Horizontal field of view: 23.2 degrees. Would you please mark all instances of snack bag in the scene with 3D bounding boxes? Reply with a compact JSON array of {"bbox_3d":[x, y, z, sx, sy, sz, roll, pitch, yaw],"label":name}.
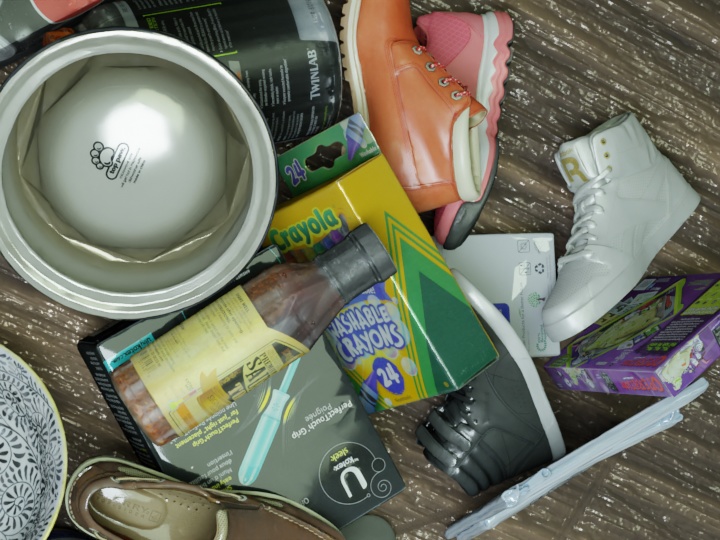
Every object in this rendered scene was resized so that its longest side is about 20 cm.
[{"bbox_3d":[0.163,0.145,1.311,0.188,0.200,0.021,-27,80,-16],"label":"snack bag"}]

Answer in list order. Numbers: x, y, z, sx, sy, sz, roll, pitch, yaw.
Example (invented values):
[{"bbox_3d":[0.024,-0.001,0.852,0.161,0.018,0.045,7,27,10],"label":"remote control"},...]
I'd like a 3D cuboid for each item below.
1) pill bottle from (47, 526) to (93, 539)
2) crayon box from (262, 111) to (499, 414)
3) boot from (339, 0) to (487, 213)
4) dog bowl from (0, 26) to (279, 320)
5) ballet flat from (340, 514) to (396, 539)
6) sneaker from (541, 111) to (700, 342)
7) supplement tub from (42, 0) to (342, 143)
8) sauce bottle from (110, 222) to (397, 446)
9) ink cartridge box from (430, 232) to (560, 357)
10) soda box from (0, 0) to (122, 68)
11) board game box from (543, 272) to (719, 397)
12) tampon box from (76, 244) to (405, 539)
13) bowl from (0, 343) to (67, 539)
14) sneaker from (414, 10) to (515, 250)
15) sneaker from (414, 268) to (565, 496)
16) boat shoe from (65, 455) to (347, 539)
[{"bbox_3d":[-0.193,0.243,1.189,0.111,0.200,0.112,-1,92,-23],"label":"pill bottle"},{"bbox_3d":[0.000,0.000,1.259,0.052,0.126,0.200,-33,96,-35],"label":"crayon box"},{"bbox_3d":[0.042,-0.140,1.299,0.107,0.075,0.201,-5,87,20],"label":"boot"},{"bbox_3d":[-0.154,-0.072,1.180,0.199,0.074,0.201,-1,110,-3],"label":"dog bowl"},{"bbox_3d":[-0.033,0.270,1.312,0.067,0.064,0.200,43,76,-11],"label":"ballet flat"},{"bbox_3d":[0.177,-0.042,1.369,0.116,0.074,0.200,52,53,-12],"label":"sneaker"},{"bbox_3d":[-0.123,-0.142,1.274,0.199,0.123,0.123,-12,91,-17],"label":"supplement tub"},{"bbox_3d":[-0.068,0.039,1.165,0.200,0.066,0.066,-33,97,-2],"label":"sauce bottle"},{"bbox_3d":[0.056,0.023,1.364,0.199,0.039,0.100,-1,88,-18],"label":"ink cartridge box"},{"bbox_3d":[-0.222,-0.207,1.272,0.200,0.071,0.063,-31,91,-16],"label":"soda box"},{"bbox_3d":[0.226,0.047,1.329,0.120,0.200,0.032,-35,98,-15],"label":"board game box"},{"bbox_3d":[-0.089,0.104,1.269,0.150,0.126,0.200,-29,97,-14],"label":"tampon box"},{"bbox_3d":[-0.292,0.147,1.210,0.200,0.094,0.202,-1,72,3],"label":"bowl"},{"bbox_3d":[0.064,-0.111,1.359,0.086,0.074,0.201,10,70,-2],"label":"sneaker"},{"bbox_3d":[0.080,0.094,1.320,0.099,0.071,0.200,-33,126,-8],"label":"sneaker"},{"bbox_3d":[-0.098,0.179,1.162,0.202,0.075,0.075,15,87,-12],"label":"boat shoe"}]
